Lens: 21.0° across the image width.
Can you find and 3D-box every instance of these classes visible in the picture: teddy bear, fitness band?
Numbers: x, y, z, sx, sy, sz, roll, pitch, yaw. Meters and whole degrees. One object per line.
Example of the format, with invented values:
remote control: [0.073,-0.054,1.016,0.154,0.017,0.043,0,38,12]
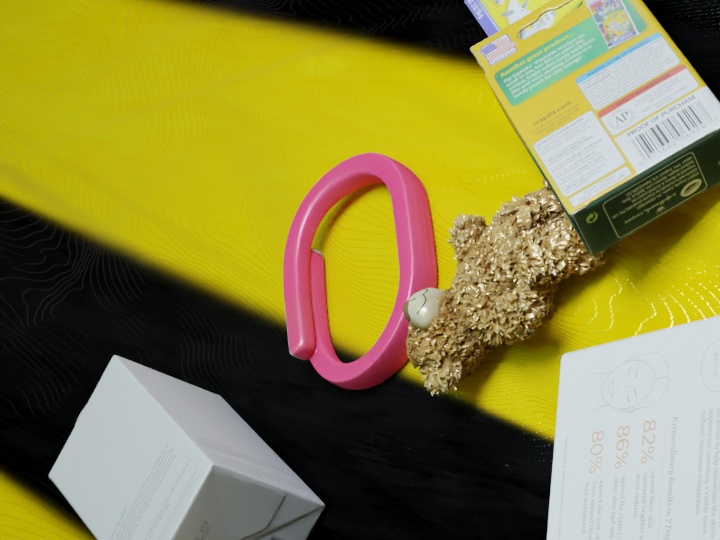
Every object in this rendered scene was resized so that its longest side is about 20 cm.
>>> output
teddy bear: [0.100,0.000,1.407,0.200,0.067,0.146,-32,45,34]
fitness band: [0.000,0.000,1.557,0.143,0.037,0.201,-31,49,32]

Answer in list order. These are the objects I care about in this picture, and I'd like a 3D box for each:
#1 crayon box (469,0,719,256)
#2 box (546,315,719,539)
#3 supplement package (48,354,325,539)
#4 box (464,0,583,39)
crayon box: [0.172,-0.116,1.364,0.125,0.052,0.200,-30,45,5]
box: [0.221,0.118,1.162,0.199,0.106,0.153,-17,57,45]
supplement package: [-0.142,0.175,1.555,0.122,0.119,0.200,-61,37,8]
box: [0.174,-0.242,1.472,0.200,0.048,0.118,-49,40,18]
